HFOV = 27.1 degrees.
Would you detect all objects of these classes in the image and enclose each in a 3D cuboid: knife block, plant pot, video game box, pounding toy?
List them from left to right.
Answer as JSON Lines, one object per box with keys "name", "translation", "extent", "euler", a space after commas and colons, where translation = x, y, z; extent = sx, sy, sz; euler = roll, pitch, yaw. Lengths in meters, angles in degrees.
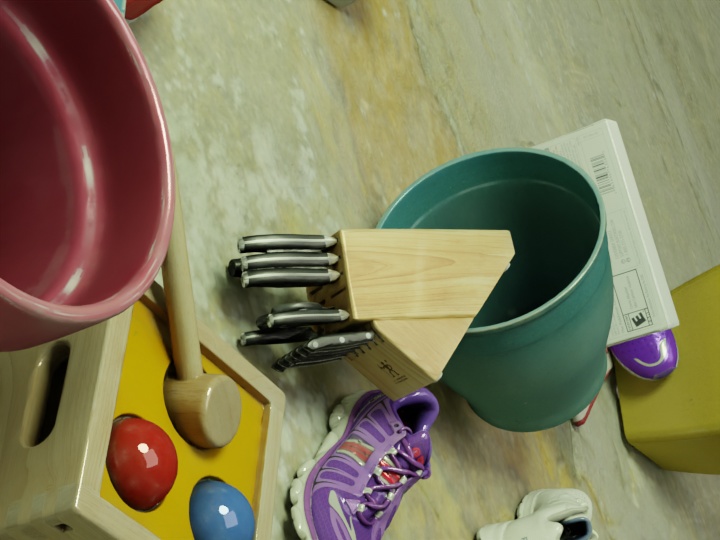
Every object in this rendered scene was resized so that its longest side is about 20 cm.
{"name": "plant pot", "translation": [-0.214, -0.049, 0.689], "extent": [0.200, 0.178, 0.201], "euler": [40, 41, -46]}
{"name": "pounding toy", "translation": [-0.120, 0.078, 0.821], "extent": [0.184, 0.142, 0.201], "euler": [45, 37, -41]}
{"name": "knife block", "translation": [0.000, 0.000, 1.094], "extent": [0.175, 0.064, 0.200], "euler": [43, 56, -11]}
{"name": "plant pot", "translation": [0.129, 0.031, 1.276], "extent": [0.188, 0.199, 0.201], "euler": [64, 24, -45]}
{"name": "video game box", "translation": [0.181, -0.016, 1.394], "extent": [0.047, 0.181, 0.201], "euler": [-3, 76, -65]}
{"name": "plant pot", "translation": [0.395, 0.128, 1.698], "extent": [0.200, 0.176, 0.201], "euler": [36, 44, -52]}

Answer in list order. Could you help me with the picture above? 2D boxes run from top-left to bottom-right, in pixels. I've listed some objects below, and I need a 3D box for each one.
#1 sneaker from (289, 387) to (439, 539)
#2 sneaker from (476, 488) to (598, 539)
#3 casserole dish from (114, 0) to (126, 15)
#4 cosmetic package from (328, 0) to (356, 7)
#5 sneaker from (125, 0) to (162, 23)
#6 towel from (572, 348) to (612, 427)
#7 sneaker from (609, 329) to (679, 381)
{"name": "sneaker", "translation": [0.009, 0.147, 1.080], "extent": [0.081, 0.083, 0.200], "euler": [56, 32, -25]}
{"name": "sneaker", "translation": [0.177, 0.236, 1.330], "extent": [0.200, 0.087, 0.075], "euler": [-17, 86, -64]}
{"name": "casserole dish", "translation": [-0.181, -0.170, 0.874], "extent": [0.121, 0.039, 0.201], "euler": [40, 40, -46]}
{"name": "cosmetic package", "translation": [-0.009, -0.353, 1.337], "extent": [0.081, 0.112, 0.201], "euler": [23, 55, -54]}
{"name": "sneaker", "translation": [-0.142, -0.271, 1.035], "extent": [0.071, 0.112, 0.201], "euler": [27, 50, -54]}
{"name": "towel", "translation": [0.212, 0.047, 1.585], "extent": [0.201, 0.023, 0.144], "euler": [65, 29, -12]}
{"name": "sneaker", "translation": [0.279, 0.027, 1.634], "extent": [0.201, 0.069, 0.100], "euler": [65, 10, 28]}
